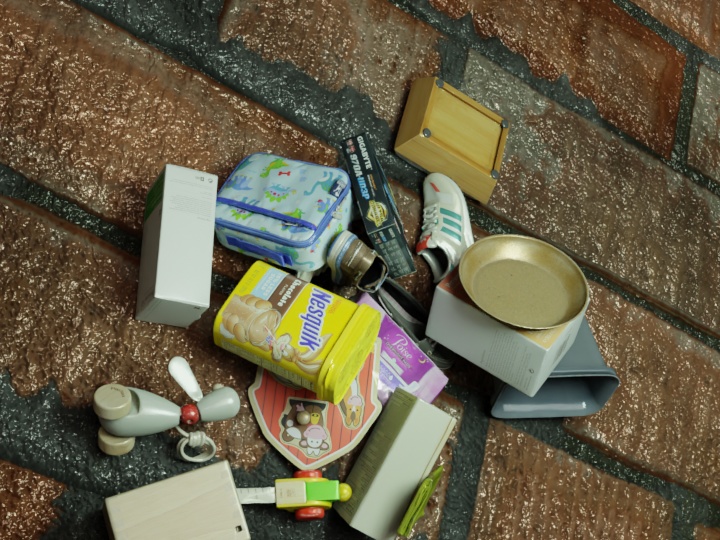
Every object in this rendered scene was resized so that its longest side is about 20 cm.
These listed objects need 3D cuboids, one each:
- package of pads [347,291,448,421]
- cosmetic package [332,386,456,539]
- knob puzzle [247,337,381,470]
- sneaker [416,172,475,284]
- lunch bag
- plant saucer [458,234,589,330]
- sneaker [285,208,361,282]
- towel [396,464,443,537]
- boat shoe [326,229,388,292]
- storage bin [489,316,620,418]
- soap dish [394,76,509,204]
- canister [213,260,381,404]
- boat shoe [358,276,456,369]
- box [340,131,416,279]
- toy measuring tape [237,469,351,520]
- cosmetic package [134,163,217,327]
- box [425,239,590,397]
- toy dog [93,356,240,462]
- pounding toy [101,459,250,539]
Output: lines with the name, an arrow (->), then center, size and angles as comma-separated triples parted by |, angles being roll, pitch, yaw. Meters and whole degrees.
package of pads -> 0.028, 0.140, 1.641 | 0.200, 0.076, 0.121 | 46, 60, -6
cosmetic package -> 0.047, 0.277, 1.537 | 0.073, 0.103, 0.202 | 29, 86, -16
knob puzzle -> -0.066, 0.187, 1.547 | 0.216, 0.030, 0.223 | 0, 80, -2
sneaker -> 0.131, -0.068, 1.786 | 0.092, 0.070, 0.203 | -7, 77, -38
lunch bag -> -0.115, -0.087, 1.585 | 0.198, 0.083, 0.162 | 18, 56, 27
plant saucer -> 0.241, 0.025, 1.608 | 0.197, 0.036, 0.202 | 6, 43, -6
sneaker -> -0.048, -0.037, 1.661 | 0.093, 0.070, 0.202 | 28, 56, -13
towel -> 0.091, 0.325, 1.532 | 0.018, 0.200, 0.087 | 29, 91, 11
boat shoe -> 0.000, 0.000, 1.599 | 0.072, 0.200, 0.073 | 33, 88, 13
storage bin -> 0.301, 0.155, 1.760 | 0.197, 0.146, 0.136 | 1, 53, -13
soap dish -> 0.164, -0.230, 1.864 | 0.198, 0.081, 0.159 | 28, 59, -19
canister -> -0.090, 0.083, 1.517 | 0.198, 0.087, 0.149 | 23, 54, 14
boat shoe -> 0.083, 0.084, 1.707 | 0.199, 0.057, 0.067 | 41, 56, -10
box -> 0.029, -0.095, 1.645 | 0.045, 0.200, 0.161 | -18, 67, 6
toy measuring tape -> -0.111, 0.319, 1.513 | 0.197, 0.074, 0.075 | -2, 70, -7
cosmetic package -> -0.260, -0.033, 1.526 | 0.084, 0.107, 0.203 | 12, 64, -24
box -> 0.226, 0.070, 1.664 | 0.199, 0.107, 0.152 | 29, 46, 19
toy dog -> -0.272, 0.177, 1.444 | 0.198, 0.133, 0.097 | 12, 33, -34
pounding toy -> -0.222, 0.340, 1.371 | 0.182, 0.200, 0.144 | -15, 78, -18
